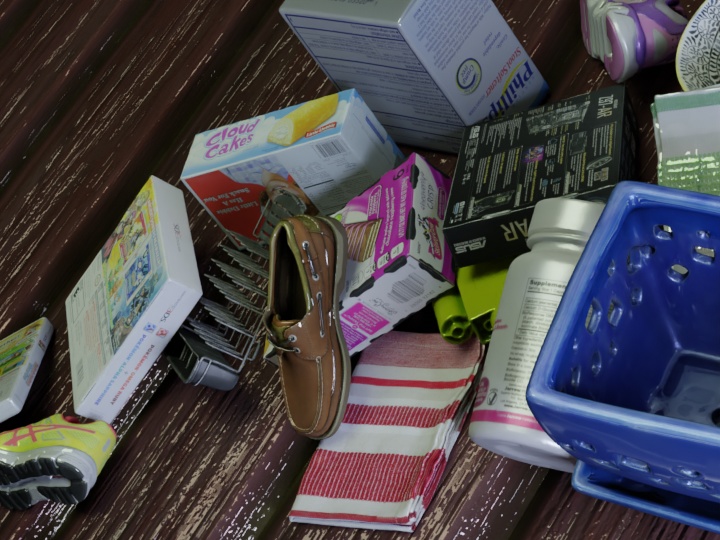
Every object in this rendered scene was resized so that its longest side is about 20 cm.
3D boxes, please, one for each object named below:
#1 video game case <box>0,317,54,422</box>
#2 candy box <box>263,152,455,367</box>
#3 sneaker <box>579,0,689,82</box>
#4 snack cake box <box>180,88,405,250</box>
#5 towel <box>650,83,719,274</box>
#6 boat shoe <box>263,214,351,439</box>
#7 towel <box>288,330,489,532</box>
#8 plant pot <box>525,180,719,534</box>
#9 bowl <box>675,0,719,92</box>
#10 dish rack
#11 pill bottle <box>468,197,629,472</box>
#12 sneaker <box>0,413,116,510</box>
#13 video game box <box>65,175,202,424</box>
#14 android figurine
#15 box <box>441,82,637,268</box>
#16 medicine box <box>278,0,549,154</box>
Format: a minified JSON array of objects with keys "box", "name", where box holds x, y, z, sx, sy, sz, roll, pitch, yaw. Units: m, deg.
[{"box":[-0.426,0.141,1.964,0.200,0.023,0.182,-29,21,16],"name":"video game case"},{"box":[0.000,0.000,1.705,0.200,0.061,0.136,-37,32,34],"name":"candy box"},{"box":[0.262,-0.239,1.763,0.088,0.081,0.200,-12,26,-2],"name":"sneaker"},{"box":[-0.066,-0.099,1.863,0.200,0.115,0.067,-13,44,30],"name":"snack cake box"},{"box":[0.306,-0.056,1.483,0.149,0.031,0.200,-9,80,37],"name":"towel"},{"box":[-0.056,0.051,1.628,0.072,0.068,0.200,-2,90,39],"name":"boat shoe"},{"box":[0.026,0.135,1.619,0.144,0.023,0.200,-3,50,40],"name":"towel"},{"box":[0.252,0.077,1.326,0.200,0.180,0.200,13,59,24],"name":"plant pot"},{"box":[0.379,-0.178,1.577,0.201,0.094,0.201,-23,40,21],"name":"bowl"},{"box":[-0.116,0.013,1.770,0.200,0.055,0.153,-65,19,3],"name":"dish rack"},{"box":[0.162,0.052,1.466,0.113,0.113,0.200,4,73,43],"name":"pill bottle"},{"box":[-0.316,0.182,1.835,0.200,0.078,0.090,0,37,39],"name":"sneaker"},{"box":[-0.233,0.028,1.875,0.182,0.047,0.200,-55,27,23],"name":"video game box"},{"box":[0.145,-0.002,1.626,0.182,0.041,0.200,-27,30,6],"name":"android figurine"},{"box":[0.164,-0.088,1.653,0.160,0.044,0.200,-14,28,17],"name":"box"},{"box":[0.053,-0.215,1.808,0.182,0.200,0.103,15,63,48],"name":"medicine box"}]
